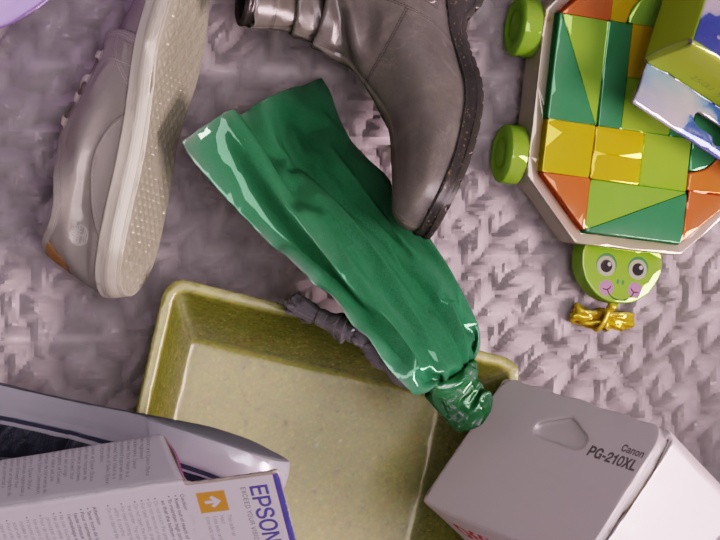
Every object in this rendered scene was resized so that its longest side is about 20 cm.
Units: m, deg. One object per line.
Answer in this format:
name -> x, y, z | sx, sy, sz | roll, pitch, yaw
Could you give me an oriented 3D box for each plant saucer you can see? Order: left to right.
plant saucer -> -0.035, 0.122, 1.483 | 0.199, 0.048, 0.201 | 14, 86, -18

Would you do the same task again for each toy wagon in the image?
toy wagon -> 0.149, -0.065, 1.542 | 0.155, 0.040, 0.201 | 7, 89, -18

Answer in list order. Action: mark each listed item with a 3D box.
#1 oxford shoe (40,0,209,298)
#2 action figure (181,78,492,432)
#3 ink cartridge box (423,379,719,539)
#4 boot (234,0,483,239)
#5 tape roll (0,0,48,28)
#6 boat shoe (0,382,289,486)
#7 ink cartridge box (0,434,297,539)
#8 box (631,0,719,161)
oxford shoe -> -0.120, -0.087, 1.445 | 0.058, 0.075, 0.201 | 12, 85, 18
action figure -> 0.000, 0.000, 1.452 | 0.118, 0.055, 0.200 | -29, 77, -44
ink cartridge box -> 0.149, 0.156, 1.463 | 0.200, 0.145, 0.084 | 45, 74, -31
boot -> -0.006, -0.115, 1.461 | 0.130, 0.068, 0.201 | 13, 60, -16
tape roll -> -0.223, -0.209, 1.397 | 0.199, 0.085, 0.201 | 0, 91, -17
boat shoe -> -0.130, 0.112, 1.400 | 0.200, 0.071, 0.091 | 10, 88, 26
ink cartridge box -> -0.119, 0.165, 1.375 | 0.199, 0.043, 0.197 | -9, 130, 4
box -> 0.228, -0.152, 1.529 | 0.122, 0.048, 0.201 | 30, 65, -23
